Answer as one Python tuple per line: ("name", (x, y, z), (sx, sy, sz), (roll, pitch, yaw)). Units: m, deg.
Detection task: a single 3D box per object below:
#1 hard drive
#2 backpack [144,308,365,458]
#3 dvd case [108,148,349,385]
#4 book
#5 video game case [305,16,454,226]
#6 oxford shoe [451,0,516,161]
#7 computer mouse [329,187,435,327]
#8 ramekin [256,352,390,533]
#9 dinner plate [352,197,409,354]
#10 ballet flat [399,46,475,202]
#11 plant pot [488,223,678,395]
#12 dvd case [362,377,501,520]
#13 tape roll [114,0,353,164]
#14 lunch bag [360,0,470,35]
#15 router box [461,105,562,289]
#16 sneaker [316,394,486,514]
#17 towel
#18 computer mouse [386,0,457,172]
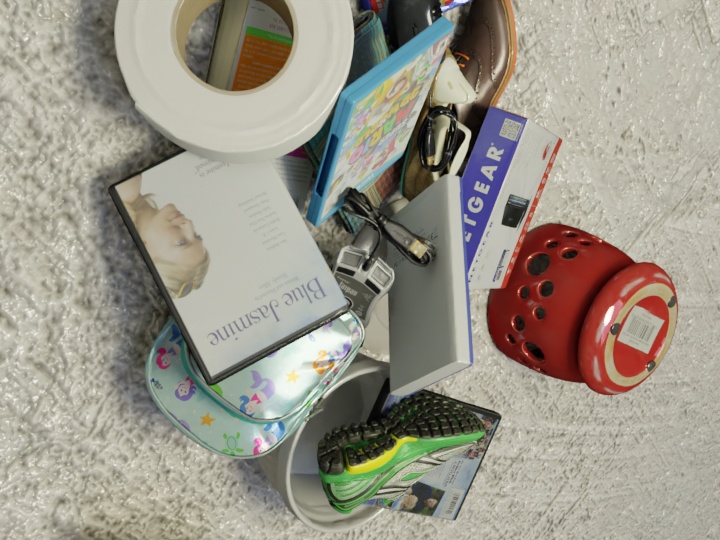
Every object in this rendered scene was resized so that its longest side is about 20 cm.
("hard drive", (0.069, 0.018, 0.960), (0.025, 0.132, 0.201), (11, 65, -26))
("backpack", (-0.110, 0.082, 0.900), (0.177, 0.151, 0.200), (42, 84, -5))
("dvd case", (-0.118, -0.019, 0.820), (0.142, 0.018, 0.201), (-28, 84, -9))
("book", (-0.091, -0.154, 0.902), (0.133, 0.048, 0.201), (5, 105, -43))
("video game case", (0.015, -0.137, 0.878), (0.143, 0.018, 0.200), (-42, 168, -29))
("oxford shoe", (0.123, -0.220, 1.028), (0.072, 0.071, 0.202), (-4, 110, -33))
("computer mouse", (0.000, 0.000, 0.981), (0.109, 0.200, 0.044), (30, 48, -3))
("ramekin", (-0.028, 0.183, 1.043), (0.199, 0.105, 0.202), (-16, 117, -33))
("dinner plate", (0.062, 0.010, 1.101), (0.199, 0.024, 0.202), (-16, 117, -33))
("ballet flat", (0.086, -0.164, 0.987), (0.068, 0.072, 0.202), (-21, 120, -55))
("plant pot", (0.297, 0.058, 1.203), (0.199, 0.182, 0.202), (-16, 118, -31))
("dvd case", (0.072, 0.210, 1.052), (0.199, 0.018, 0.144), (23, 92, -41))
("tape roll", (-0.106, -0.195, 0.785), (0.201, 0.071, 0.204), (0, 89, -4))
("lunch bag", (0.065, -0.342, 0.932), (0.199, 0.094, 0.151), (-30, 126, -13))
("router box", (0.161, -0.078, 1.075), (0.179, 0.049, 0.201), (-1, 113, -66))
("sneaker", (0.044, 0.194, 0.973), (0.199, 0.078, 0.086), (-14, 122, -23))
("towel", (0.000, -0.151, 0.962), (0.147, 0.022, 0.200), (-49, 139, -20))
("computer mouse", (0.064, -0.196, 0.934), (0.034, 0.058, 0.201), (-62, 142, -66))
